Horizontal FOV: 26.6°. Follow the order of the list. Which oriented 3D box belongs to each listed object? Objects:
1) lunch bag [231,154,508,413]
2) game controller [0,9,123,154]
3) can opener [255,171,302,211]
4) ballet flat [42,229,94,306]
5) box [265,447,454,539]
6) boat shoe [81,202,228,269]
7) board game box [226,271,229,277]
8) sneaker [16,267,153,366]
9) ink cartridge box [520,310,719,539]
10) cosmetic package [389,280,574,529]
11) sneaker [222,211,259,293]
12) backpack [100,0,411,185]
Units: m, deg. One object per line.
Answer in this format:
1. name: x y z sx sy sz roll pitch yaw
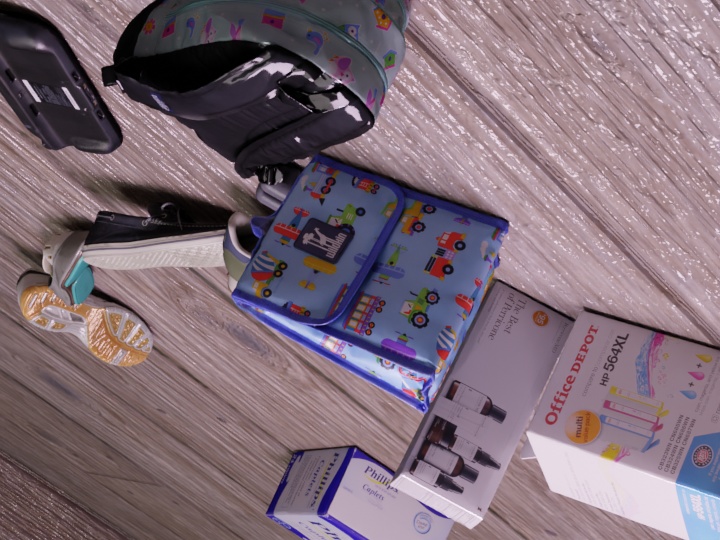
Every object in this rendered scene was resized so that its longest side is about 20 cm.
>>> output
1. lunch bag: 0.000 0.000 1.268 0.199 0.151 0.094 24 158 9
2. game controller: -0.291 -0.172 1.405 0.104 0.042 0.200 5 153 17
3. can opener: -0.008 -0.021 1.346 0.199 0.067 0.053 29 158 -3
4. ballet flat: -0.346 -0.010 1.791 0.064 0.067 0.200 37 158 2
5. box: -0.002 0.337 2.105 0.184 0.105 0.200 35 157 -18
6. boat shoe: -0.194 -0.038 1.544 0.199 0.063 0.075 -2 162 27
7. board game box: -0.028 0.037 1.529 0.200 0.019 0.103 37 140 -21
8. sneaker: -0.352 0.052 1.955 0.200 0.076 0.088 34 -172 -36
9. ink cartridge box: 0.241 0.134 1.309 0.199 0.129 0.125 17 156 26
10. cosmetic package: 0.108 0.115 1.329 0.082 0.201 0.051 28 158 -1
11. sneaker: -0.039 -0.009 1.410 0.199 0.067 0.090 8 134 19
12. backpack: -0.060 -0.148 1.042 0.167 0.127 0.200 27 161 -31
